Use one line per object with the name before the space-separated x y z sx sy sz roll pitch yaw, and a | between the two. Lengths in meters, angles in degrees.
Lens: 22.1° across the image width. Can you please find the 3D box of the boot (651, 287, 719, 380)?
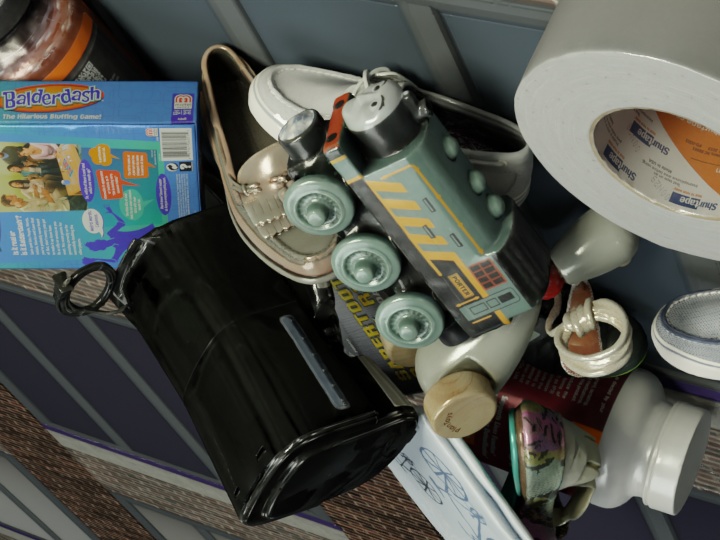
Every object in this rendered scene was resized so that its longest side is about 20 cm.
boot | 0.270 0.019 1.186 0.198 0.073 0.091 1 140 34

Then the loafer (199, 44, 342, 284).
loafer | -0.067 -0.075 1.255 0.201 0.071 0.063 59 171 39

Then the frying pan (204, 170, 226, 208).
frying pan | -0.099 -0.005 1.436 0.115 0.031 0.191 7 131 55

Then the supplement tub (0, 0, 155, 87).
supplement tub | -0.218 -0.137 1.348 0.106 0.108 0.200 7 149 41

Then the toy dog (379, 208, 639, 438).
toy dog | 0.114 0.043 1.270 0.199 0.133 0.096 -19 149 26

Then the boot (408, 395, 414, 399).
boot | -0.020 0.040 1.552 0.197 0.074 0.163 29 155 0

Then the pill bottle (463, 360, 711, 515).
pill bottle | 0.167 0.117 1.446 0.198 0.114 0.113 18 157 21

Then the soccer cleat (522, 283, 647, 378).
soccer cleat | 0.117 0.022 1.362 0.199 0.068 0.081 22 156 22

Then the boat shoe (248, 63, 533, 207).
boat shoe | 0.020 -0.098 1.211 0.199 0.072 0.069 27 143 12

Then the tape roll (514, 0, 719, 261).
tape roll | 0.189 -0.085 1.041 0.199 0.067 0.201 24 158 10

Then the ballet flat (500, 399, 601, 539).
ballet flat | 0.139 0.149 1.355 0.070 0.070 0.201 2 151 3

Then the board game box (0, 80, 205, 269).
board game box | -0.211 -0.066 1.313 0.198 0.045 0.153 0 138 -3

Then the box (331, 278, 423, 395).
box | 0.000 0.000 1.383 0.201 0.048 0.158 56 151 -11

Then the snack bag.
snack bag | 0.067 0.165 1.397 0.189 0.021 0.200 53 165 -15

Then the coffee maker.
coffee maker | -0.084 0.070 1.284 0.201 0.191 0.135 58 164 26

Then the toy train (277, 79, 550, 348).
toy train | 0.035 -0.035 1.172 0.113 0.086 0.200 -24 122 26
